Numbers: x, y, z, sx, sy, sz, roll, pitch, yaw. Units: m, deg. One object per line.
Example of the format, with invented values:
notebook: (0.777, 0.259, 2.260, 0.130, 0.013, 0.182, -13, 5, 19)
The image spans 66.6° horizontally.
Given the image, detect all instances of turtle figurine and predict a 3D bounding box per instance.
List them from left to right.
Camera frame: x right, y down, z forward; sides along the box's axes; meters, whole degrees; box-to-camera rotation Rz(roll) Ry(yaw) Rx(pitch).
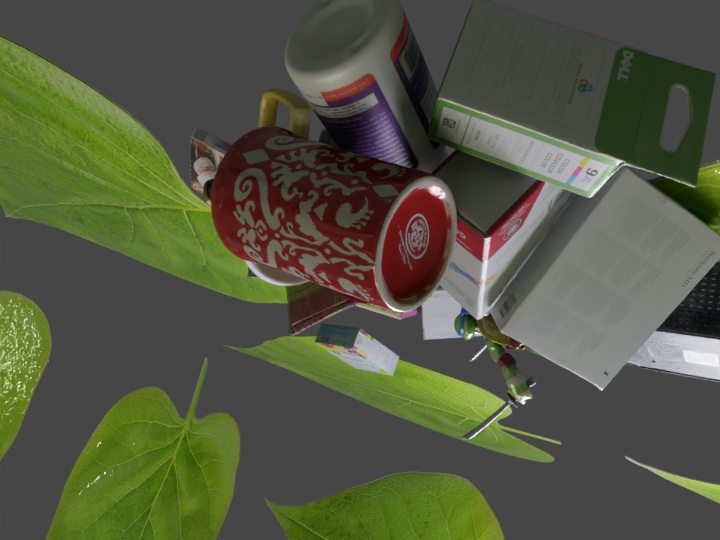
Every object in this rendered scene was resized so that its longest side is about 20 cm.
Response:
turtle figurine: (0.230, 0.112, 0.761, 0.189, 0.205, 0.144, -2, -169, 17)

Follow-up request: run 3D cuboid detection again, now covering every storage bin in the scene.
storage bin: (0.415, 0.064, 0.666, 0.197, 0.095, 0.135, 7, 155, 40)

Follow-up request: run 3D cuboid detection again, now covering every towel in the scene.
towel: (-0.016, -0.017, 0.671, 0.197, 0.146, 0.023, -26, 143, 18)

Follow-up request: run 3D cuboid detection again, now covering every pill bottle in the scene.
pill bottle: (0.021, -0.153, 0.526, 0.109, 0.113, 0.200, 10, 156, 33)

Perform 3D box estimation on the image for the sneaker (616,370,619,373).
sneaker: (0.375, 0.107, 0.851, 0.087, 0.082, 0.199, -10, 142, 44)

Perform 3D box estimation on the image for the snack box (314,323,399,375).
snack box: (-0.009, 0.232, 1.604, 0.166, 0.069, 0.199, 1, 152, 46)

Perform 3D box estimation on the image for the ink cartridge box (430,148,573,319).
ink cartridge box: (0.142, -0.057, 0.559, 0.083, 0.146, 0.201, 42, 168, 24)

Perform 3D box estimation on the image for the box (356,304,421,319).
box: (0.000, 0.000, 0.864, 0.196, 0.099, 0.176, 16, -178, 15)

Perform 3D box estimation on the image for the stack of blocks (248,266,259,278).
stack of blocks: (-0.055, -0.017, 0.755, 0.195, 0.118, 0.058, 1, 177, 19)

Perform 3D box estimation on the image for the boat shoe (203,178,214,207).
boat shoe: (-0.169, -0.106, 0.916, 0.069, 0.072, 0.199, -12, 158, 32)

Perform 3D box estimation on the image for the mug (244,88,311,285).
mug: (-0.093, -0.099, 0.662, 0.148, 0.189, 0.153, 30, -174, -41)

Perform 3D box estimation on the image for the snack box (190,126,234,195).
snack box: (-0.247, -0.169, 0.917, 0.071, 0.025, 0.200, 25, 160, -9)

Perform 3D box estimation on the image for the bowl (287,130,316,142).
bowl: (-0.089, -0.133, 0.809, 0.196, 0.040, 0.201, 21, 160, 8)

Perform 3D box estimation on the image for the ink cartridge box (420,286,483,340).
ink cartridge box: (0.189, 0.050, 0.853, 0.192, 0.048, 0.201, -5, 155, 5)

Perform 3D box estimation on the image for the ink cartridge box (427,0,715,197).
ink cartridge box: (0.163, -0.130, 0.437, 0.196, 0.106, 0.060, 21, 161, 6)

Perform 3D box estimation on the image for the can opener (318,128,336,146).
can opener: (0.009, -0.114, 0.731, 0.052, 0.068, 0.200, 5, 161, 29)

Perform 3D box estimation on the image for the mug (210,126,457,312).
mug: (-0.011, -0.043, 0.502, 0.197, 0.136, 0.176, 20, 179, 40)

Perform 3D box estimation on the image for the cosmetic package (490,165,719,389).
cosmetic package: (0.255, 0.009, 0.574, 0.149, 0.202, 0.052, 29, -160, -13)
